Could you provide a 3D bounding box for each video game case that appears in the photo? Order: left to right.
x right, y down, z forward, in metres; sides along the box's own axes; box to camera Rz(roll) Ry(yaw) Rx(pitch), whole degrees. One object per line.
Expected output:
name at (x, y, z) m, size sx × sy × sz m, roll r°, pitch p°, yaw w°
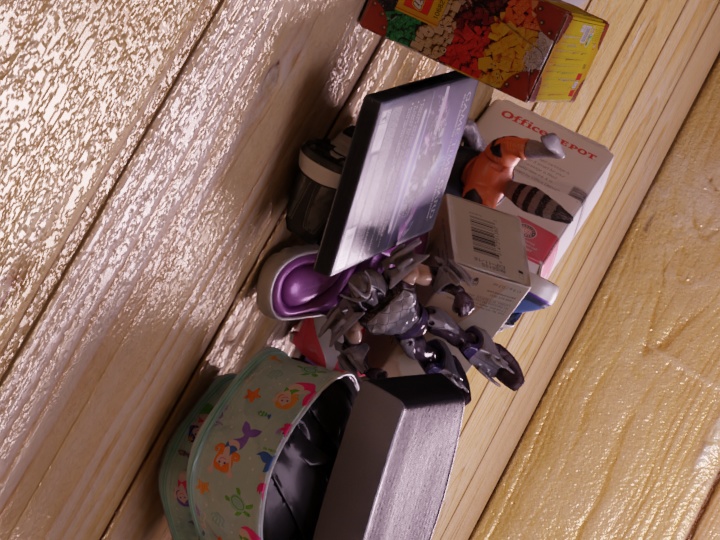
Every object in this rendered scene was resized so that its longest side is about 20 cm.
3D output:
video game case at (0.031, -0.081, 1.538) m, size 0.200 × 0.019 × 0.143 m, roll -26°, pitch 137°, yaw -63°

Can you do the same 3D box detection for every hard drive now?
hard drive at (0.019, 0.182, 1.538) m, size 0.135 × 0.042 × 0.200 m, roll 0°, pitch 108°, yaw -58°

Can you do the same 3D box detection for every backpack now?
backpack at (-0.069, 0.161, 1.563) m, size 0.178 × 0.150 × 0.200 m, roll -54°, pitch 154°, yaw -32°

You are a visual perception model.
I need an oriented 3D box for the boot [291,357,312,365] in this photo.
boot at (-0.071, 0.193, 1.761) m, size 0.168 × 0.076 × 0.200 m, roll 66°, pitch 44°, yaw -61°

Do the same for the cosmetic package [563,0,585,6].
cosmetic package at (0.182, -0.302, 1.839) m, size 0.200 × 0.090 × 0.107 m, roll -38°, pitch 151°, yaw -57°

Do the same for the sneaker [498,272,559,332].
sneaker at (0.090, 0.062, 1.881) m, size 0.081 × 0.200 × 0.147 m, roll 26°, pitch 78°, yaw -47°

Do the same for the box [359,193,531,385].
box at (0.067, 0.038, 1.742) m, size 0.200 × 0.078 × 0.095 m, roll -57°, pitch -155°, yaw 37°

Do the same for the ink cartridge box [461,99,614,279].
ink cartridge box at (0.156, -0.070, 2.036) m, size 0.200 × 0.146 × 0.083 m, roll -52°, pitch 164°, yaw -42°

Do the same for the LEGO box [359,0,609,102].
LEGO box at (0.104, -0.198, 1.577) m, size 0.077 × 0.149 × 0.200 m, roll -66°, pitch 167°, yaw 11°

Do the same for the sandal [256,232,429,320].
sandal at (-0.003, 0.005, 1.623) m, size 0.203 × 0.050 × 0.083 m, roll -22°, pitch 124°, yaw -43°

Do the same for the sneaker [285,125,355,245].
sneaker at (-0.010, -0.064, 1.582) m, size 0.091 × 0.066 × 0.200 m, roll -65°, pitch 164°, yaw 17°

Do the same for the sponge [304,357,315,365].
sponge at (-0.003, 0.013, 1.826) m, size 0.112 × 0.030 × 0.200 m, roll -45°, pitch 157°, yaw -56°

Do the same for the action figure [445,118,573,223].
action figure at (0.106, -0.058, 1.848) m, size 0.193 × 0.105 × 0.200 m, roll 25°, pitch -82°, yaw 64°

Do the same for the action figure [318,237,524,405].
action figure at (0.050, 0.048, 1.617) m, size 0.130 × 0.069 × 0.200 m, roll -34°, pitch 139°, yaw 19°

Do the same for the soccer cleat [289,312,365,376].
soccer cleat at (0.000, 0.000, 1.708) m, size 0.067 × 0.076 × 0.200 m, roll -39°, pitch 152°, yaw -62°
